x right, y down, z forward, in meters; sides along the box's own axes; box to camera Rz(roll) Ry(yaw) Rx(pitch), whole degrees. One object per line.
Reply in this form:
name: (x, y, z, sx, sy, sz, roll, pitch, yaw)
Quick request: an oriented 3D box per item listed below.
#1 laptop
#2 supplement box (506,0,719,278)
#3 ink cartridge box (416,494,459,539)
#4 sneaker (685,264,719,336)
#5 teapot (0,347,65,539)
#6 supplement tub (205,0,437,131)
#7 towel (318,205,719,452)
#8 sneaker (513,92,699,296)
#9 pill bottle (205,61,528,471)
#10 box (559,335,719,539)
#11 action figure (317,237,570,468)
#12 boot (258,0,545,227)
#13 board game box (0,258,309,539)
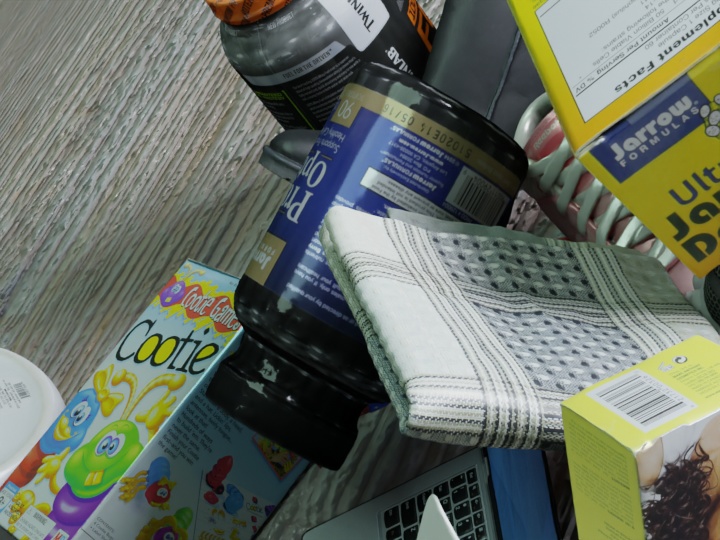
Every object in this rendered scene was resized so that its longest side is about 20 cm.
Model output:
laptop: (0.027, 0.138, 0.834, 0.199, 0.116, 0.188, -28, 36, 18)
supplement box: (0.147, -0.117, 0.791, 0.109, 0.109, 0.201, -37, 39, 20)
ink cartridge box: (0.056, 0.201, 0.677, 0.067, 0.202, 0.117, -1, 31, -19)
sneaker: (0.248, -0.029, 0.801, 0.199, 0.091, 0.078, -37, 69, -5)
teapot: (-0.279, 0.151, 1.096, 0.195, 0.147, 0.201, 10, 36, 14)
supplement tub: (-0.010, -0.138, 1.091, 0.122, 0.200, 0.123, -24, 38, 21)
towel: (0.085, 0.022, 0.748, 0.200, 0.190, 0.035, -118, 38, -61)
sneaker: (0.139, -0.032, 0.912, 0.075, 0.104, 0.201, -44, 33, 16)
pill bottle: (0.000, 0.000, 0.898, 0.112, 0.111, 0.201, 27, 88, 53)
box: (0.131, 0.133, 0.659, 0.075, 0.202, 0.050, -24, 30, -22)
action figure: (0.044, 0.038, 0.973, 0.199, 0.052, 0.066, -33, 60, -4)
boot: (0.046, -0.125, 1.008, 0.066, 0.163, 0.202, -136, 67, -74)
board game box: (-0.113, 0.109, 1.008, 0.201, 0.105, 0.103, -51, 36, -15)
